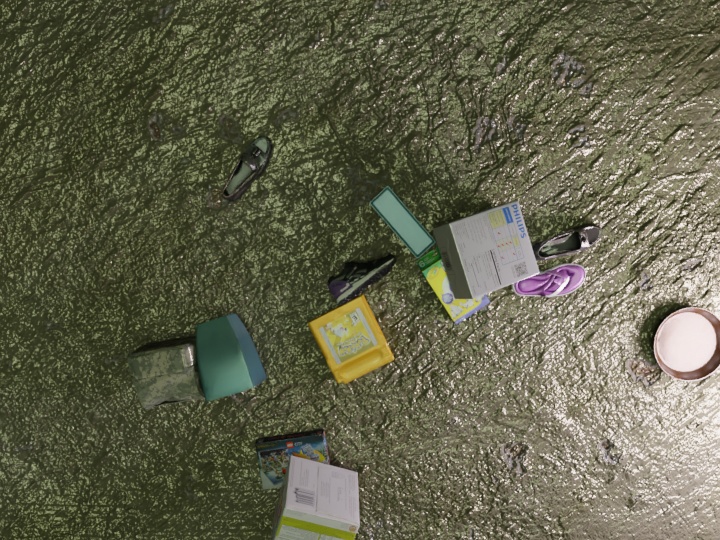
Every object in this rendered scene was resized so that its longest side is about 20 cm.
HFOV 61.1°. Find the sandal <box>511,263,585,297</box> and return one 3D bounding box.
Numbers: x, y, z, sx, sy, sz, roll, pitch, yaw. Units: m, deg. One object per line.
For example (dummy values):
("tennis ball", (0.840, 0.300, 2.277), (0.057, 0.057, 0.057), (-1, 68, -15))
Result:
("sandal", (0.508, 0.035, 1.635), (0.200, 0.050, 0.084), (-13, 97, 3))

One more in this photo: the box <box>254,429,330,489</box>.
("box", (-0.189, 0.534, 1.728), (0.197, 0.038, 0.139), (-9, 97, 3))

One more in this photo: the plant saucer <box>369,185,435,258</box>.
("plant saucer", (0.114, -0.130, 1.646), (0.070, 0.019, 0.200), (-41, 93, 6))

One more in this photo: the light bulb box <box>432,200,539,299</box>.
("light bulb box", (0.320, -0.051, 1.565), (0.198, 0.125, 0.201), (-18, 92, -13))

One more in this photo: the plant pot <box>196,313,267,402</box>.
("plant pot", (-0.359, 0.226, 1.650), (0.139, 0.141, 0.203), (-16, 89, 4))

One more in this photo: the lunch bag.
("lunch bag", (-0.515, 0.281, 1.658), (0.197, 0.139, 0.170), (-10, 96, 4))

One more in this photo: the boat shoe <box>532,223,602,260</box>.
("boat shoe", (0.551, -0.070, 1.617), (0.197, 0.057, 0.068), (-18, 96, 4))

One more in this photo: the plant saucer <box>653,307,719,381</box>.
("plant saucer", (0.886, 0.196, 1.650), (0.197, 0.034, 0.203), (0, 97, 1))

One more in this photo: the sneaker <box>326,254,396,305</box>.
("sneaker", (0.000, 0.000, 1.640), (0.199, 0.076, 0.088), (-34, 75, -5))

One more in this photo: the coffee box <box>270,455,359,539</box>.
("coffee box", (-0.124, 0.658, 1.633), (0.197, 0.200, 0.200), (15, 111, -7))

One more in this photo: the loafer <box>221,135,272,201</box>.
("loafer", (-0.301, -0.268, 1.621), (0.071, 0.063, 0.201), (35, 97, -3))

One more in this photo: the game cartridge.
("game cartridge", (-0.026, 0.193, 1.684), (0.175, 0.032, 0.202), (-27, 94, 5))

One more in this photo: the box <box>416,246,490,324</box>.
("box", (0.249, 0.030, 1.647), (0.117, 0.048, 0.201), (-34, 93, 5))
